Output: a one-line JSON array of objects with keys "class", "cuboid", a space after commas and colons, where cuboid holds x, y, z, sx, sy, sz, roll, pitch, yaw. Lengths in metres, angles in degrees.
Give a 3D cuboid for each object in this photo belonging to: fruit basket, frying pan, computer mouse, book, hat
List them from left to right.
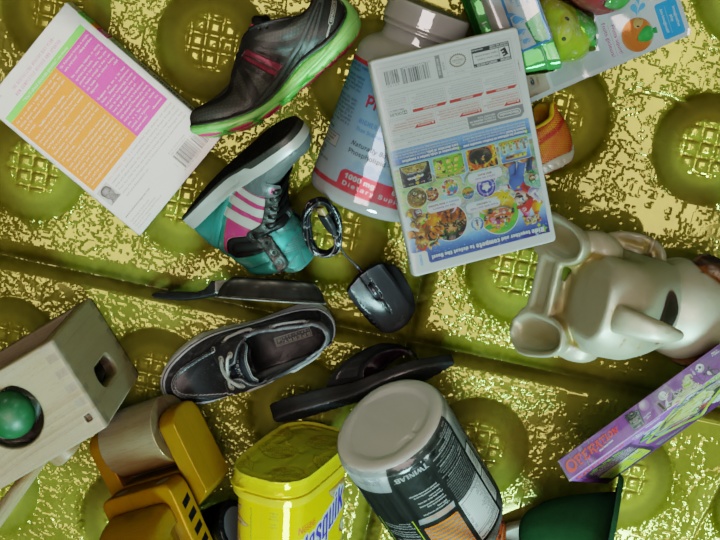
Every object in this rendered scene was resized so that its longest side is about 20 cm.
[{"class": "book", "cuboid": [-0.255, -0.152, 1.322, 0.200, 0.048, 0.134, 41, 99, -9]}, {"class": "frying pan", "cuboid": [-0.115, 0.021, 1.351, 0.114, 0.189, 0.031, 4, 90, -44]}, {"class": "computer mouse", "cuboid": [0.000, 0.000, 1.306, 0.058, 0.034, 0.200, -37, 131, 5]}, {"class": "hat", "cuboid": [0.169, 0.269, 1.349, 0.174, 0.200, 0.168, 12, 70, 12]}, {"class": "fruit basket", "cuboid": [0.195, -0.272, 1.250, 0.198, 0.094, 0.187, -20, 102, 7]}]

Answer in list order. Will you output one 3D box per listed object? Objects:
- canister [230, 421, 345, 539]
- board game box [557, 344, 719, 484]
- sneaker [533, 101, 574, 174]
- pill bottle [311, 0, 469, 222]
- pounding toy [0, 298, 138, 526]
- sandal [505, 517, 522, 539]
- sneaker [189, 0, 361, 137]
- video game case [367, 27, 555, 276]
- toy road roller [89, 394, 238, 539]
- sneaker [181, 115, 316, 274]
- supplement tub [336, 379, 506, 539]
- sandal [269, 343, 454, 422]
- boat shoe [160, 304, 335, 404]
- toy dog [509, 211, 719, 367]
[{"class": "canister", "cuboid": [-0.071, 0.278, 1.363, 0.086, 0.148, 0.203, 10, 109, 23]}, {"class": "board game box", "cuboid": [0.301, 0.148, 1.326, 0.199, 0.120, 0.032, -39, 69, 17]}, {"class": "sneaker", "cuboid": [0.118, -0.103, 1.286, 0.199, 0.073, 0.078, -31, 104, -24]}, {"class": "pill bottle", "cuboid": [0.032, -0.158, 1.275, 0.108, 0.109, 0.202, 20, 104, -3]}, {"class": "pounding toy", "cuboid": [-0.330, 0.156, 1.318, 0.183, 0.200, 0.143, -30, 101, 9]}, {"class": "sandal", "cuboid": [0.130, 0.327, 1.416, 0.198, 0.054, 0.081, -18, 102, 6]}, {"class": "sneaker", "cuboid": [-0.092, -0.203, 1.292, 0.199, 0.077, 0.084, -40, 93, -2]}, {"class": "video game case", "cuboid": [0.095, -0.109, 1.218, 0.141, 0.018, 0.203, -14, 100, -8]}, {"class": "toy road roller", "cuboid": [-0.212, 0.244, 1.348, 0.122, 0.146, 0.202, -19, 99, 30]}, {"class": "sneaker", "cuboid": [-0.082, -0.060, 1.290, 0.121, 0.084, 0.199, 43, 139, -13]}, {"class": "supplement tub", "cuboid": [0.068, 0.217, 1.334, 0.121, 0.123, 0.201, -25, 125, 8]}, {"class": "sandal", "cuboid": [-0.002, 0.108, 1.364, 0.198, 0.075, 0.049, -17, 76, 7]}, {"class": "boat shoe", "cuboid": [-0.119, 0.094, 1.362, 0.198, 0.068, 0.073, -19, 102, 7]}, {"class": "toy dog", "cuboid": [0.277, 0.026, 1.281, 0.198, 0.193, 0.142, 6, 91, -33]}]
